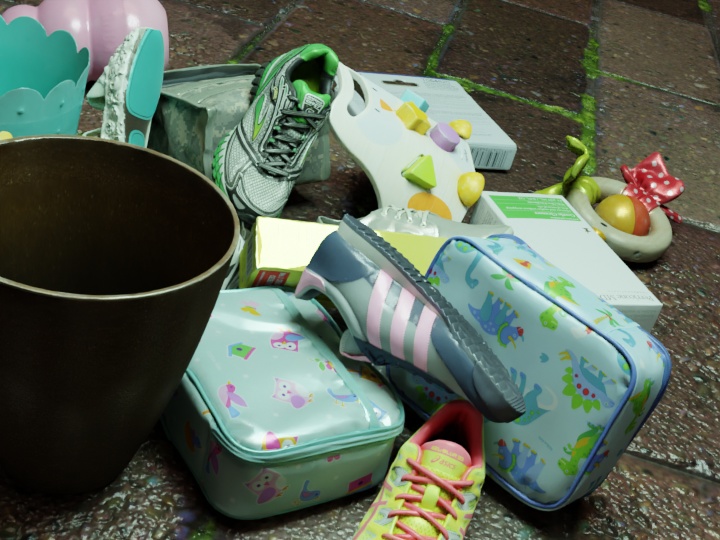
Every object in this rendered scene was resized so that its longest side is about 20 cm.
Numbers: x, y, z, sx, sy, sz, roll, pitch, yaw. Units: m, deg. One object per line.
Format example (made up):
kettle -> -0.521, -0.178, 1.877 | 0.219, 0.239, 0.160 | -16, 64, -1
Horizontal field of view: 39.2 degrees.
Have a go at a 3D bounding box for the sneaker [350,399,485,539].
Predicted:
sneaker -> 0.041, 0.159, 0.683 | 0.078, 0.090, 0.200 | 20, 33, 5

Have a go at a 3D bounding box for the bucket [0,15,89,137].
bucket -> -0.364, -0.152, 0.957 | 0.207, 0.135, 0.207 | 11, 31, -7

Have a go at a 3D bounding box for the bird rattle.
bird rattle -> 0.298, -0.067, 1.179 | 0.200, 0.113, 0.163 | 16, 41, -24

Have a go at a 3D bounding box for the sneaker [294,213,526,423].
sneaker -> 0.033, 0.051, 0.744 | 0.200, 0.082, 0.070 | 47, 11, 24

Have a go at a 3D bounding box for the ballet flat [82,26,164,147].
ballet flat -> -0.235, -0.140, 0.965 | 0.072, 0.200, 0.072 | 6, -7, 1

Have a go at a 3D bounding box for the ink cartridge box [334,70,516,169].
ink cartridge box -> 0.072, -0.195, 1.301 | 0.199, 0.041, 0.200 | 1, 34, -21

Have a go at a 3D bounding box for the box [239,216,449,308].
box -> 0.000, 0.000, 0.870 | 0.200, 0.075, 0.050 | 7, 64, -18

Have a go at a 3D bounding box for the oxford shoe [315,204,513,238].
oxford shoe -> 0.044, -0.034, 0.957 | 0.200, 0.058, 0.075 | -4, 8, 8

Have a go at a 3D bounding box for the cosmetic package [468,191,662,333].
cosmetic package -> 0.188, 0.009, 0.988 | 0.108, 0.085, 0.200 | 1, 33, -24

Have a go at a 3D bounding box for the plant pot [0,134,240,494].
plant pot -> -0.187, 0.043, 0.664 | 0.187, 0.200, 0.187 | 11, 33, -7

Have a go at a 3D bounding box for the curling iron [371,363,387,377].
curling iron -> 0.032, 0.040, 0.925 | 0.050, 0.026, 0.200 | 10, 31, 8

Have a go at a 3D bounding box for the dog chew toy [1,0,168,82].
dog chew toy -> -0.328, -0.272, 1.185 | 0.200, 0.125, 0.125 | -4, 35, -15

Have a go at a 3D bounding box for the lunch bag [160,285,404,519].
lunch bag -> -0.068, 0.086, 0.763 | 0.160, 0.077, 0.200 | -7, 38, -31

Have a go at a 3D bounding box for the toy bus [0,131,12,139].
toy bus -> -0.324, -0.005, 0.765 | 0.200, 0.136, 0.192 | -19, 58, -46

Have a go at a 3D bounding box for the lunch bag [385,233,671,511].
lunch bag -> 0.121, 0.076, 0.783 | 0.200, 0.161, 0.082 | 37, 24, 32

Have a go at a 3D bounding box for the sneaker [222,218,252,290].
sneaker -> -0.128, -0.029, 0.912 | 0.074, 0.089, 0.200 | 13, 30, 0

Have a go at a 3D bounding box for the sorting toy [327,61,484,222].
sorting toy -> 0.027, -0.137, 1.035 | 0.180, 0.107, 0.200 | 36, 30, -32

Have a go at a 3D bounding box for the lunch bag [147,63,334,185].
lunch bag -> -0.151, -0.156, 1.072 | 0.164, 0.118, 0.200 | -15, 27, -40

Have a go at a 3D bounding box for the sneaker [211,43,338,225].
sneaker -> -0.075, -0.131, 0.928 | 0.078, 0.085, 0.200 | 28, 61, -27
